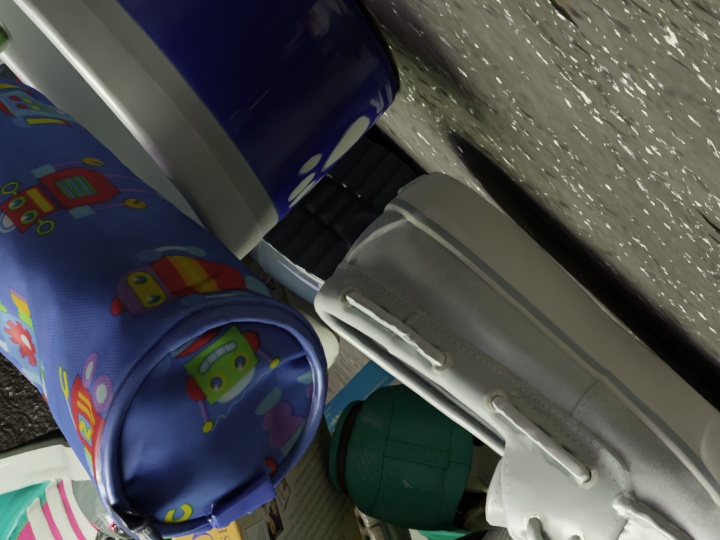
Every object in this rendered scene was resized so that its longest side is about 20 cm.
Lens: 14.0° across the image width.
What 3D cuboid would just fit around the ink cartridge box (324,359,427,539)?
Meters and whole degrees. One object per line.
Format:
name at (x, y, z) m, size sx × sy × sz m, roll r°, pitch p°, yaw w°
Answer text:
ink cartridge box at (0.053, 0.129, 1.480) m, size 0.116 × 0.067 × 0.200 m, roll 50°, pitch 172°, yaw -23°

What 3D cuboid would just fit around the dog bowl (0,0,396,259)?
dog bowl at (-0.083, -0.100, 0.942) m, size 0.200 × 0.079 × 0.200 m, roll 46°, pitch 174°, yaw 6°

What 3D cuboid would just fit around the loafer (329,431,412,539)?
loafer at (-0.002, 0.157, 1.259) m, size 0.068 × 0.075 × 0.201 m, roll -66°, pitch -37°, yaw -71°

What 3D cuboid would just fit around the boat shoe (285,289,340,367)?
boat shoe at (-0.104, -0.005, 1.214) m, size 0.199 × 0.069 × 0.072 m, roll 10°, pitch 140°, yaw -6°

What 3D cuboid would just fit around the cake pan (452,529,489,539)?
cake pan at (0.094, 0.181, 1.131) m, size 0.200 × 0.200 × 0.037 m, roll 46°, pitch 137°, yaw 5°

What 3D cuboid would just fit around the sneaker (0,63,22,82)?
sneaker at (-0.139, -0.017, 1.095) m, size 0.200 × 0.095 × 0.080 m, roll -84°, pitch -27°, yaw -68°

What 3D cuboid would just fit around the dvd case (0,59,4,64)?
dvd case at (-0.150, -0.087, 1.206) m, size 0.199 × 0.018 × 0.143 m, roll -15°, pitch 127°, yaw 38°

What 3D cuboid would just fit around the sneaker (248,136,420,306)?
sneaker at (-0.045, -0.042, 1.079) m, size 0.200 × 0.070 × 0.082 m, roll 45°, pitch 170°, yaw 27°

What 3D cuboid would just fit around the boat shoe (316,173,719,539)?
boat shoe at (0.065, 0.054, 0.894) m, size 0.200 × 0.068 × 0.072 m, roll 45°, pitch 173°, yaw 18°

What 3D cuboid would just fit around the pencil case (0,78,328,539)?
pencil case at (-0.083, 0.010, 0.909) m, size 0.200 × 0.078 × 0.087 m, roll 40°, pitch 148°, yaw 50°

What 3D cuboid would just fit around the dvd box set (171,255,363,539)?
dvd box set at (-0.042, 0.071, 1.108) m, size 0.146 × 0.029 × 0.201 m, roll -54°, pitch -52°, yaw -70°

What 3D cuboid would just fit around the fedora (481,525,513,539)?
fedora at (0.105, 0.130, 1.063) m, size 0.200 × 0.090 × 0.177 m, roll 46°, pitch 173°, yaw 4°

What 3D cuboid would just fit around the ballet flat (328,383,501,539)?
ballet flat at (0.050, 0.086, 1.219) m, size 0.070 × 0.068 × 0.200 m, roll 12°, pitch 178°, yaw 20°

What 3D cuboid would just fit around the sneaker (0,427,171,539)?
sneaker at (-0.095, 0.122, 1.234) m, size 0.200 × 0.083 × 0.121 m, roll -16°, pitch 94°, yaw 58°

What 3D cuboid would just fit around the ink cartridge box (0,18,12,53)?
ink cartridge box at (-0.210, -0.036, 0.910) m, size 0.059 × 0.200 × 0.104 m, roll 49°, pitch 173°, yaw -28°
